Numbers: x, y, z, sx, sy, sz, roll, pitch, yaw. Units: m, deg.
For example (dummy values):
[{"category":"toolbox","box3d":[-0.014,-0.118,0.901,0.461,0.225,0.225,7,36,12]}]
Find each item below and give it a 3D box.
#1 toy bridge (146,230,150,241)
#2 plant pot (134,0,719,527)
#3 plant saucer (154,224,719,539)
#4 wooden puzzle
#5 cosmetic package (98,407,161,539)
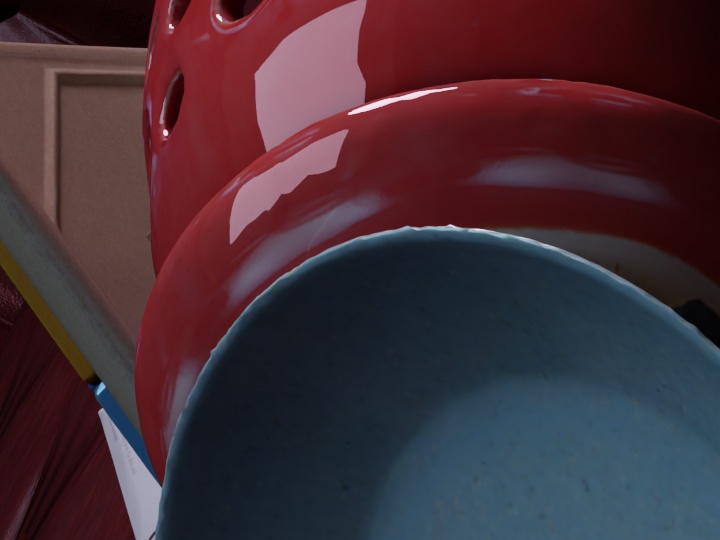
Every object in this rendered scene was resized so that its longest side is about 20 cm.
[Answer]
[{"category":"toy bridge","box3d":[0.000,0.000,0.887,0.027,0.067,0.200,-48,-14,17]},{"category":"plant pot","box3d":[0.042,-0.011,0.693,0.201,0.200,0.183,-56,21,35]},{"category":"plant saucer","box3d":[0.040,0.086,0.576,0.039,0.201,0.201,-18,-29,-47]},{"category":"wooden puzzle","box3d":[-0.057,0.005,0.860,0.037,0.185,0.200,-41,-15,17]},{"category":"cosmetic package","box3d":[-0.034,0.082,0.958,0.083,0.051,0.200,-42,28,7]}]
